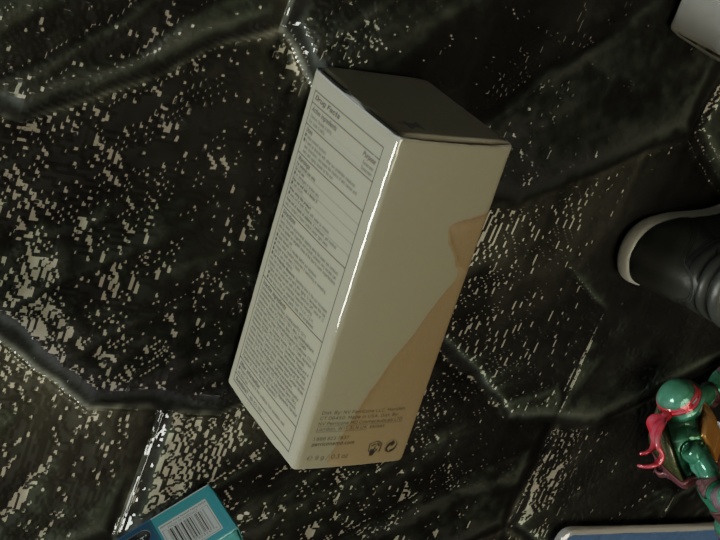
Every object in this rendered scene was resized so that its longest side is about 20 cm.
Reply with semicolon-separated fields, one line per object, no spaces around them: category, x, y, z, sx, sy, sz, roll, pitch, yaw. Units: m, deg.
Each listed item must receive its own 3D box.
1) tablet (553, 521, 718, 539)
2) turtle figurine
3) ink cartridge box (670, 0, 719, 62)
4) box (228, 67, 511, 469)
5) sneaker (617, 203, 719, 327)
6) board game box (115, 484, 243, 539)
tablet;0.213;0.264;1.089;0.198;0.014;0.131;7;115;-35
turtle figurine;0.268;0.128;0.983;0.201;0.100;0.151;58;41;-44
ink cartridge box;0.310;-0.186;0.807;0.198;0.085;0.147;2;118;-36
box;0.000;0.000;0.720;0.077;0.095;0.202;1;120;-34
sneaker;0.283;-0.010;0.895;0.198;0.099;0.071;-16;125;-26
board game box;-0.123;0.251;0.836;0.150;0.047;0.201;-29;131;-14
